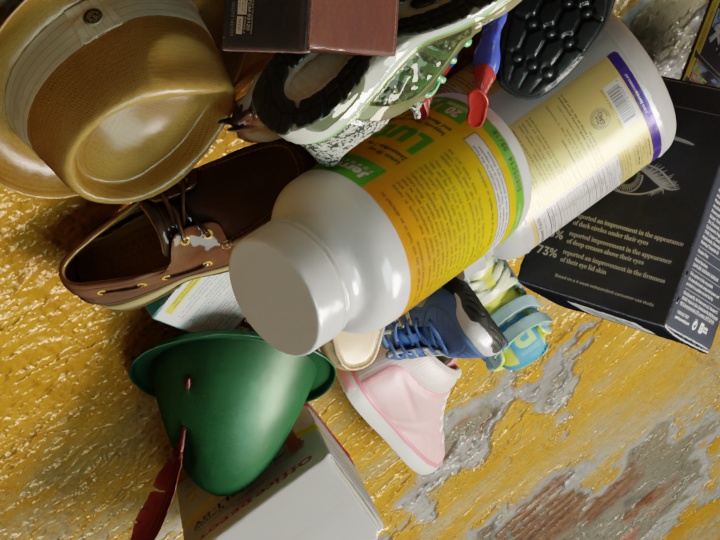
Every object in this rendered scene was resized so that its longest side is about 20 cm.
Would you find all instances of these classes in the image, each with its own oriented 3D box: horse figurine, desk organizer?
[{"bbox_3d":[-0.007,-0.131,1.019,0.133,0.050,0.200,-56,166,11],"label":"horse figurine"},{"bbox_3d":[-0.023,-0.223,0.863,0.077,0.071,0.203,-3,98,-47],"label":"desk organizer"}]

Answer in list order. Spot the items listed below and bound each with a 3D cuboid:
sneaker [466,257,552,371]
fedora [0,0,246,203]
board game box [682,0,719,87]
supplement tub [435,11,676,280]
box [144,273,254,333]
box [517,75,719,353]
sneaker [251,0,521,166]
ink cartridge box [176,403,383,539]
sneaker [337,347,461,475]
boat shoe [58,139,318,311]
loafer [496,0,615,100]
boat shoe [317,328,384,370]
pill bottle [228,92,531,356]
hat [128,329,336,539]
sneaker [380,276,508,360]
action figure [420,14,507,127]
[{"bbox_3d":[0.110,0.009,1.289,0.079,0.131,0.201,-33,146,-5],"label":"sneaker"},{"bbox_3d":[-0.145,-0.104,0.959,0.199,0.082,0.202,-26,144,-20],"label":"fedora"},{"bbox_3d":[0.378,-0.216,1.350,0.164,0.057,0.201,-19,141,-28],"label":"board game box"},{"bbox_3d":[0.124,-0.100,1.164,0.199,0.146,0.146,-35,146,-5],"label":"supplement tub"},{"bbox_3d":[-0.085,0.017,1.187,0.082,0.049,0.199,-47,145,11],"label":"box"},{"bbox_3d":[0.241,-0.054,1.261,0.104,0.147,0.202,24,86,-54],"label":"box"},{"bbox_3d":[0.029,-0.135,0.934,0.199,0.077,0.089,-34,149,1],"label":"sneaker"},{"bbox_3d":[-0.072,0.197,1.275,0.145,0.200,0.084,-37,103,-2],"label":"ink cartridge box"},{"bbox_3d":[0.061,0.118,1.416,0.104,0.076,0.200,-35,142,4],"label":"sneaker"},{"bbox_3d":[-0.118,-0.029,1.034,0.199,0.073,0.067,-27,169,17],"label":"boat shoe"},{"bbox_3d":[0.155,-0.214,1.091,0.070,0.068,0.202,-140,-104,-87],"label":"loafer"},{"bbox_3d":[0.000,0.000,1.154,0.073,0.069,0.202,-23,129,-30],"label":"boat shoe"},{"bbox_3d":[0.012,-0.028,0.993,0.199,0.111,0.112,-34,150,-36],"label":"pill bottle"},{"bbox_3d":[-0.106,0.163,1.176,0.164,0.178,0.200,8,155,-16],"label":"hat"},{"bbox_3d":[0.054,0.046,1.230,0.077,0.200,0.076,-39,107,-13],"label":"sneaker"},{"bbox_3d":[0.081,-0.202,1.007,0.099,0.065,0.201,84,20,-51],"label":"action figure"}]
